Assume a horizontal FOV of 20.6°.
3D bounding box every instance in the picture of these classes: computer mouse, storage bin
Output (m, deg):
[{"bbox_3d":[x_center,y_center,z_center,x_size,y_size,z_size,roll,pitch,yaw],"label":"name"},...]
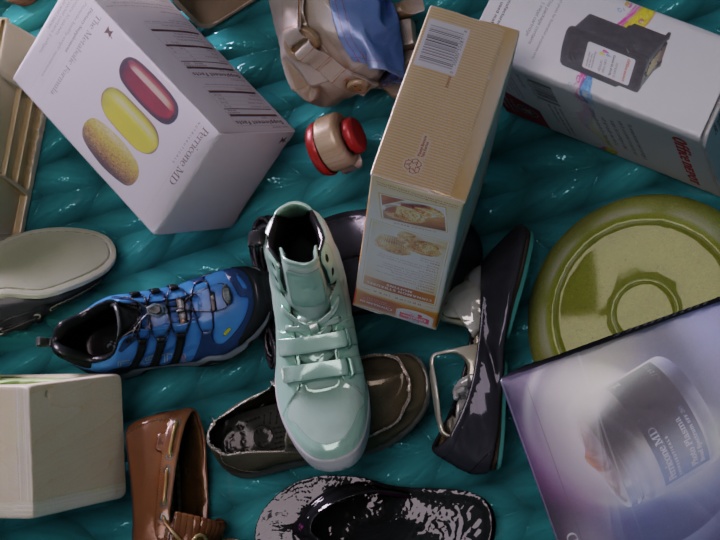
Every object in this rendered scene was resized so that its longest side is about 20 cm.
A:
[{"bbox_3d":[0.000,0.000,1.611,0.199,0.053,0.140,-12,74,16],"label":"computer mouse"},{"bbox_3d":[-0.390,-0.125,1.750,0.198,0.094,0.200,6,82,20],"label":"storage bin"}]

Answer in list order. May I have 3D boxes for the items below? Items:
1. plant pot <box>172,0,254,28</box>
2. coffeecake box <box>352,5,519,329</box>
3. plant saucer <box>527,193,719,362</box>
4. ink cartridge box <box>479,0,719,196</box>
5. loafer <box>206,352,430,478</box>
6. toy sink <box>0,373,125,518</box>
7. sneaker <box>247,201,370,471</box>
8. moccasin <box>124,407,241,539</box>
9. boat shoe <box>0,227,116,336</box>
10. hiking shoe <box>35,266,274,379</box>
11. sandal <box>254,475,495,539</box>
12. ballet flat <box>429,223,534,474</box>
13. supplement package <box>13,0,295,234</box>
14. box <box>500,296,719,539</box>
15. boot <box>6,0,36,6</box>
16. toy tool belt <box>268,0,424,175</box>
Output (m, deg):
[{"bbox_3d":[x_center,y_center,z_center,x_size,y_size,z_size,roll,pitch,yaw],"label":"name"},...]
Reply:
[{"bbox_3d":[-0.122,-0.361,1.661,0.199,0.200,0.178,-30,62,11],"label":"plant pot"},{"bbox_3d":[0.055,-0.073,1.487,0.073,0.200,0.154,16,62,5],"label":"coffeecake box"},{"bbox_3d":[0.223,0.035,1.540,0.198,0.031,0.202,-4,77,19],"label":"plant saucer"},{"bbox_3d":[0.199,-0.146,1.523,0.199,0.146,0.083,24,82,21],"label":"ink cartridge box"},{"bbox_3d":[-0.037,0.119,1.584,0.199,0.070,0.076,-24,72,18],"label":"loafer"},{"bbox_3d":[-0.311,0.137,1.625,0.199,0.130,0.113,-3,90,29],"label":"toy sink"},{"bbox_3d":[-0.042,0.047,1.513,0.073,0.118,0.202,-12,65,5],"label":"sneaker"},{"bbox_3d":[-0.140,0.212,1.609,0.077,0.074,0.203,-18,64,25],"label":"moccasin"},{"bbox_3d":[-0.303,0.023,1.701,0.198,0.066,0.075,-22,53,-14],"label":"boat shoe"},{"bbox_3d":[-0.162,0.047,1.627,0.199,0.087,0.075,-21,74,23],"label":"hiking shoe"},{"bbox_3d":[0.006,0.198,1.570,0.199,0.048,0.076,-4,78,17],"label":"sandal"},{"bbox_3d":[0.090,0.058,1.555,0.073,0.073,0.202,7,83,20],"label":"ballet flat"},{"bbox_3d":[-0.172,-0.138,1.653,0.200,0.109,0.114,46,116,21],"label":"supplement package"},{"bbox_3d":[0.231,0.136,1.447,0.197,0.123,0.201,-21,87,15],"label":"box"},{"bbox_3d":[-0.379,-0.315,1.750,0.077,0.155,0.200,-46,69,5],"label":"boot"},{"bbox_3d":[-0.001,-0.189,1.615,0.122,0.125,0.202,-19,74,23],"label":"toy tool belt"}]
